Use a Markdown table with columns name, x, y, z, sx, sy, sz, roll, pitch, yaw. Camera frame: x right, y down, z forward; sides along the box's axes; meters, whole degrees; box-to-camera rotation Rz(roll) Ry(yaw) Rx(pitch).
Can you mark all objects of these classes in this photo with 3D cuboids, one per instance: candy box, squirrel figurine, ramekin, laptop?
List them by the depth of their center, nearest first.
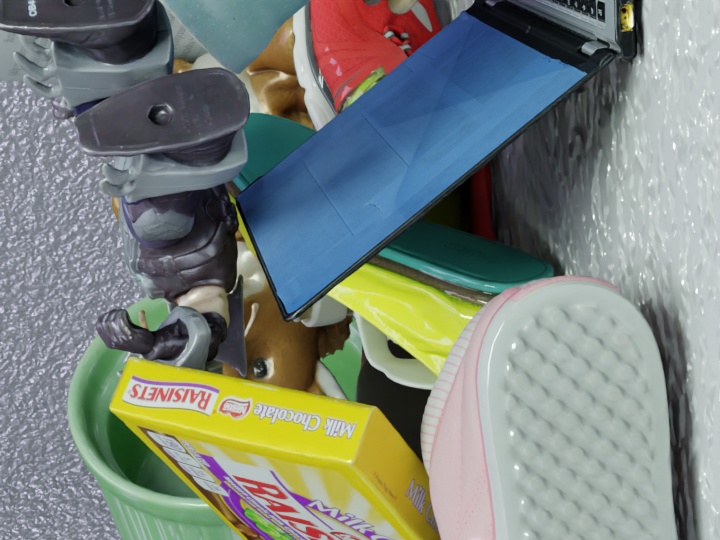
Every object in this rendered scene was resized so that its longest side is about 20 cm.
| name | x | y | z | sx | sy | sz | roll | pitch | yaw |
| --- | --- | --- | --- | --- | --- | --- | --- | --- | --- |
| laptop | 0.014 | -0.108 | 0.653 | 0.187 | 0.115 | 0.202 | -124 | 29 | -74 |
| candy box | -0.003 | 0.096 | 0.702 | 0.200 | 0.101 | 0.027 | 53 | -129 | -49 |
| squirrel figurine | -0.038 | -0.010 | 0.966 | 0.200 | 0.140 | 0.189 | 18 | -114 | -63 |
| ramekin | -0.068 | 0.098 | 1.144 | 0.201 | 0.198 | 0.098 | -104 | 4 | -50 |

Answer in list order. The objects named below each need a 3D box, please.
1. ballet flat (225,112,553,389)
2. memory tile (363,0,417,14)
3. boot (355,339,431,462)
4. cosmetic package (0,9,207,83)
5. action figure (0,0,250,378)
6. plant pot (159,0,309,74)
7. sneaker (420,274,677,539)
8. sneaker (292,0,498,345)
| name | x | y | z | sx | sy | sz | roll | pitch | yaw |
| --- | --- | --- | --- | --- | --- | --- | --- | --- | --- |
| ballet flat | 0.000 | 0.000 | 0.763 | 0.199 | 0.066 | 0.068 | 31 | 127 | 42 |
| memory tile | 0.025 | -0.165 | 0.649 | 0.154 | 0.017 | 0.200 | -65 | 14 | 9 |
| boot | 0.024 | 0.097 | 0.908 | 0.201 | 0.064 | 0.187 | 97 | 179 | -45 |
| cosmetic package | -0.093 | -0.190 | 0.973 | 0.165 | 0.198 | 0.167 | 150 | 120 | -71 |
| action figure | -0.075 | -0.032 | 0.678 | 0.200 | 0.069 | 0.131 | 88 | 161 | -68 |
| plant pot | -0.045 | -0.178 | 0.562 | 0.201 | 0.134 | 0.200 | 53 | -175 | -6 |
| sneaker | 0.060 | 0.099 | 0.605 | 0.105 | 0.075 | 0.202 | -143 | 52 | -82 |
| sneaker | 0.026 | -0.069 | 0.834 | 0.085 | 0.076 | 0.202 | -46 | 52 | 55 |
